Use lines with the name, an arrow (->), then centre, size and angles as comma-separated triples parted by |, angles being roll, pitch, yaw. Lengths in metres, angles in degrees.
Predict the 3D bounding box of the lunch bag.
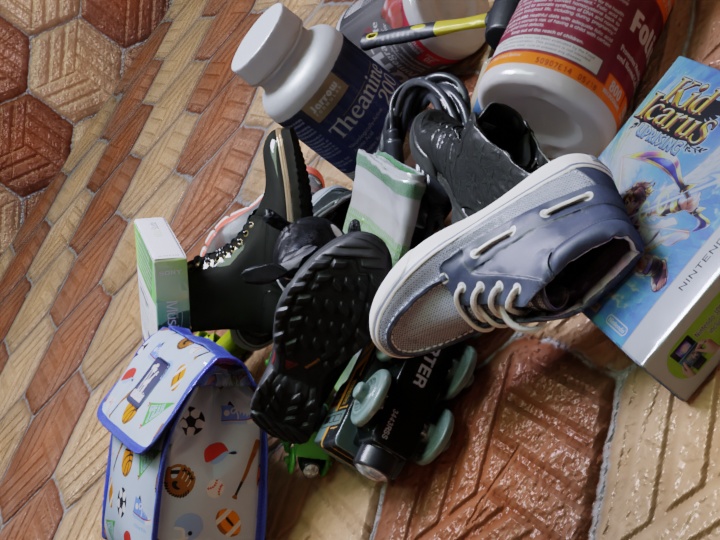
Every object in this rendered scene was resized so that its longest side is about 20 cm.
lunch bag -> -0.153, 0.157, 0.993 | 0.170, 0.123, 0.203 | 15, 99, 62

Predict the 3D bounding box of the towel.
towel -> 0.000, 0.000, 1.015 | 0.149, 0.030, 0.202 | -135, 60, -71

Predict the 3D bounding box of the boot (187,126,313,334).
boot -> -0.114, -0.032, 1.112 | 0.077, 0.136, 0.203 | -46, -47, -80

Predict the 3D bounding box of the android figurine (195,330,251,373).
android figurine -> -0.192, 0.148, 1.262 | 0.200, 0.041, 0.183 | -42, 27, 24

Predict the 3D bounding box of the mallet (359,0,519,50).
mallet -> 0.084, -0.242, 1.122 | 0.199, 0.041, 0.066 | 7, 61, 43

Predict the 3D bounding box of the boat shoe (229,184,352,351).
boat shoe -> -0.065, -0.007, 1.181 | 0.201, 0.072, 0.071 | -58, 20, -11

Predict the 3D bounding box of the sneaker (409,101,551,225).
sneaker -> 0.096, -0.090, 0.887 | 0.201, 0.059, 0.105 | -110, 29, -44

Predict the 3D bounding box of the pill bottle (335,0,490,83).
pill bottle -> 0.040, -0.255, 1.262 | 0.199, 0.110, 0.112 | -19, 42, 54

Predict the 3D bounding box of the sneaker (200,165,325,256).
sneaker -> -0.114, -0.031, 1.310 | 0.200, 0.077, 0.082 | -49, 31, 15

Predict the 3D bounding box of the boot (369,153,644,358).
boot -> 0.088, 0.010, 0.755 | 0.200, 0.073, 0.091 | -40, 30, 19

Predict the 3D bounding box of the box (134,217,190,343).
box -> -0.191, 0.063, 1.138 | 0.144, 0.036, 0.202 | -134, 40, -65

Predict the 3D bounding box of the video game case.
video game case -> 0.207, -0.038, 0.746 | 0.182, 0.045, 0.200 | -51, 24, 7

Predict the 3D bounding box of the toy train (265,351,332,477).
toy train -> -0.054, 0.110, 1.031 | 0.200, 0.041, 0.057 | -111, 31, -62

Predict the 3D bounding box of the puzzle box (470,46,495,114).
puzzle box -> 0.149, -0.167, 1.049 | 0.133, 0.025, 0.202 | -23, 39, 50

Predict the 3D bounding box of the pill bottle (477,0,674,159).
pill bottle -> 0.181, -0.198, 0.919 | 0.114, 0.114, 0.201 | -6, 54, 60

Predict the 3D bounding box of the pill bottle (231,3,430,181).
pill bottle -> -0.029, -0.177, 1.177 | 0.111, 0.199, 0.112 | -42, 27, 27

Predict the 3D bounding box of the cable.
cable -> 0.050, -0.085, 1.055 | 0.163, 0.050, 0.202 | 129, 147, -57

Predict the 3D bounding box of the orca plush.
orca plush -> -0.063, -0.015, 0.950 | 0.106, 0.071, 0.200 | -52, -7, 16

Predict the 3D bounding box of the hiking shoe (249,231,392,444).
hiking shoe -> -0.030, 0.036, 0.899 | 0.201, 0.075, 0.101 | -61, 6, 34

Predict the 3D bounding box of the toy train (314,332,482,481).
toy train -> 0.036, 0.070, 0.889 | 0.114, 0.085, 0.202 | -27, 34, 63
